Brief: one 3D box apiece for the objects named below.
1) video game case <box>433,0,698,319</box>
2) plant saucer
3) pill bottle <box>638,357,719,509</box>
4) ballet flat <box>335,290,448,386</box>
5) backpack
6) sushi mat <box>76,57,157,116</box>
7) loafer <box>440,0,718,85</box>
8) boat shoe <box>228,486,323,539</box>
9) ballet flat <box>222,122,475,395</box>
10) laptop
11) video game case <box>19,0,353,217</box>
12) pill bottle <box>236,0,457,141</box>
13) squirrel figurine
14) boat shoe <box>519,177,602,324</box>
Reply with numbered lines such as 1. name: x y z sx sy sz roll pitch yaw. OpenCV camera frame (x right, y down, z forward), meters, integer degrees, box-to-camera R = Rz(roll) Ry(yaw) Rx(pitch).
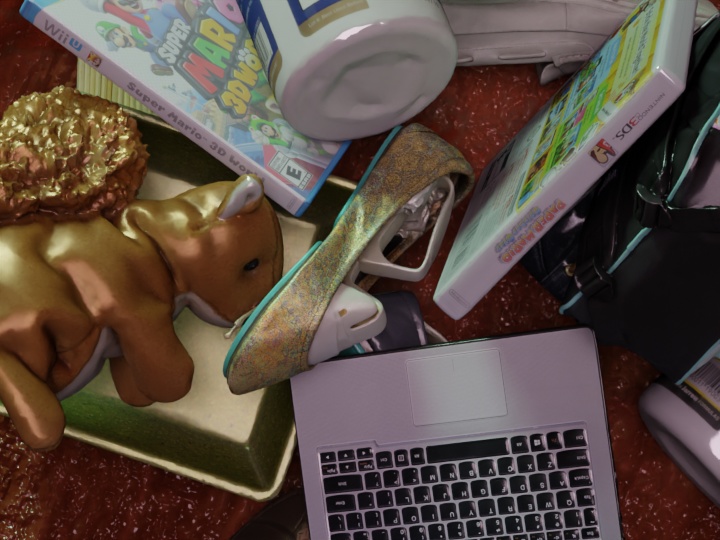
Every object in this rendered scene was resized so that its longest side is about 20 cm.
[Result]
1. video game case: 0.120 -0.076 1.105 0.023 0.200 0.182 40 116 -6
2. plant saucer: -0.114 0.017 1.198 0.199 0.048 0.201 18 85 1
3. pill bottle: 0.272 0.052 1.168 0.200 0.112 0.113 -42 87 -4
4. ballet flat: 0.052 0.099 1.177 0.073 0.073 0.201 -28 99 -3
5. backpack: 0.217 -0.051 1.072 0.153 0.176 0.201 25 51 -3
6. sushi mat: -0.129 -0.184 1.234 0.095 0.012 0.201 1 85 -2
7. loafer: 0.122 -0.151 1.215 0.199 0.070 0.070 5 120 0
8. boat shoe: -0.071 0.223 1.178 0.076 0.072 0.200 43 85 -22
9. ballet flat: 0.000 0.000 1.124 0.071 0.071 0.200 36 67 2
10. laptop: 0.040 0.141 1.066 0.186 0.116 0.201 -8 88 19
11. video game case: -0.088 -0.133 1.172 0.200 0.018 0.143 36 43 -4
12. pill bottle: -0.025 -0.186 1.166 0.110 0.111 0.201 -20 62 -3
13. squirrel figurine: -0.145 -0.018 1.112 0.186 0.142 0.201 -28 88 -10
14. boat shoe: 0.185 -0.053 1.203 0.200 0.071 0.091 -41 90 1
